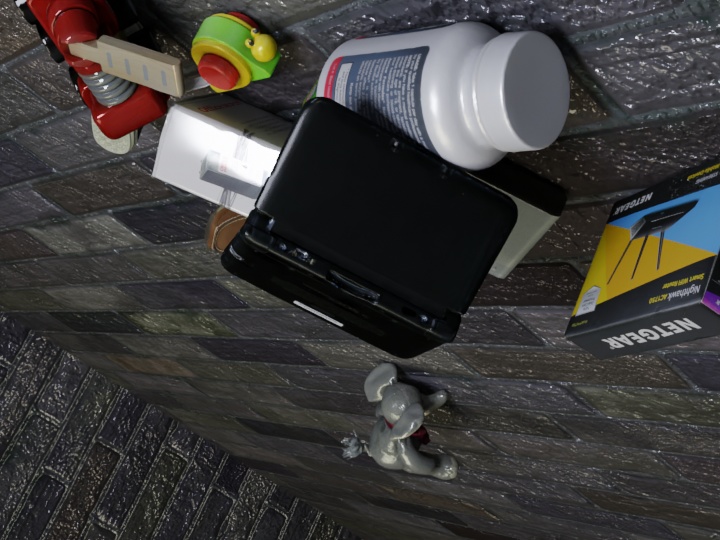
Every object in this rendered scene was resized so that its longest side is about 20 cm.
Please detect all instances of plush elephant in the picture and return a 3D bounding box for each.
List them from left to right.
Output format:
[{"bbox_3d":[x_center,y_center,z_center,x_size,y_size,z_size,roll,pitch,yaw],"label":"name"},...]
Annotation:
[{"bbox_3d":[0.075,0.241,1.850,0.197,0.166,0.156,1,133,-31],"label":"plush elephant"}]

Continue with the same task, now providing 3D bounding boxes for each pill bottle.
[{"bbox_3d":[0.068,-0.142,0.939,0.198,0.121,0.119,4,151,46],"label":"pill bottle"}]

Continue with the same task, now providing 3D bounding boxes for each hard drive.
[{"bbox_3d":[0.123,-0.063,1.190,0.138,0.033,0.200,27,160,0],"label":"hard drive"}]

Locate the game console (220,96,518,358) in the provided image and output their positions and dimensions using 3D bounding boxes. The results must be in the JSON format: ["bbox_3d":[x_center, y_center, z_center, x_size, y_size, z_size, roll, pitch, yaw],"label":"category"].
[{"bbox_3d":[0.002,-0.027,0.954,0.198,0.118,0.176,27,161,-10],"label":"game console"}]

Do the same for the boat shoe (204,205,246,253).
[{"bbox_3d":[-0.077,-0.049,1.277,0.074,0.197,0.077,47,135,38],"label":"boat shoe"}]

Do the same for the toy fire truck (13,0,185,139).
[{"bbox_3d":[-0.228,-0.195,1.068,0.177,0.127,0.202,63,-177,-50],"label":"toy fire truck"}]

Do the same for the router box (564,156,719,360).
[{"bbox_3d":[0.269,-0.010,0.974,0.051,0.151,0.200,29,159,-14],"label":"router box"}]

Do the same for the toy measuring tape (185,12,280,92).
[{"bbox_3d":[-0.151,-0.212,1.114,0.073,0.074,0.198,39,156,-33],"label":"toy measuring tape"}]

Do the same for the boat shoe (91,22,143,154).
[{"bbox_3d":[-0.265,-0.215,1.257,0.073,0.063,0.201,21,144,2],"label":"boat shoe"}]

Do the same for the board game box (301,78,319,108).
[{"bbox_3d":[-0.016,-0.097,1.046,0.101,0.202,0.048,32,126,-16],"label":"board game box"}]

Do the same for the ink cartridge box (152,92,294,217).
[{"bbox_3d":[-0.097,-0.109,1.182,0.197,0.086,0.146,25,-163,9],"label":"ink cartridge box"}]
